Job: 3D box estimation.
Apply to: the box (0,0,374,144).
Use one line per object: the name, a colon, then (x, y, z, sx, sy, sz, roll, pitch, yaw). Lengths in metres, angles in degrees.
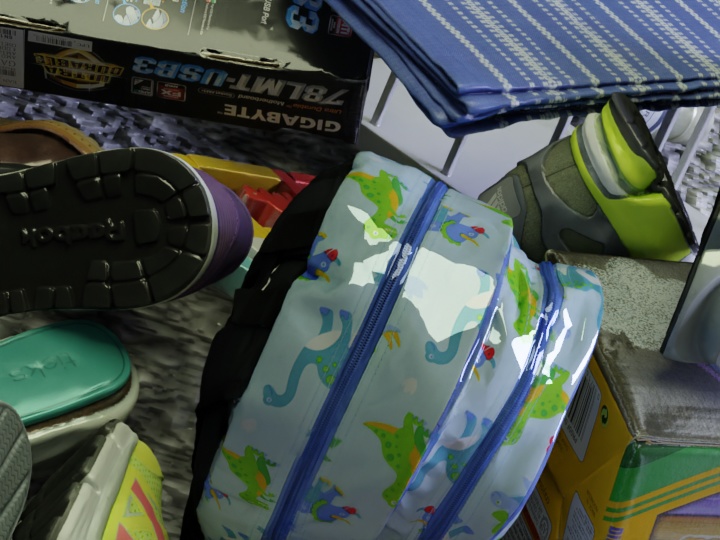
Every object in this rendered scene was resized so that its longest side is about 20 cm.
box: (-0.083, -0.158, 1.195, 0.198, 0.050, 0.200, 10, 54, -3)

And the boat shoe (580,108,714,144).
boat shoe: (0.118, -0.126, 1.425, 0.062, 0.072, 0.200, 24, 27, -36)

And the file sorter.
file sorter: (0.093, -0.092, 1.274, 0.200, 0.125, 0.139, 36, 27, 29)

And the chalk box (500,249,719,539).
chalk box: (0.162, 0.081, 1.062, 0.199, 0.124, 0.125, 5, 33, -18)

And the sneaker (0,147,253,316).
sneaker: (-0.139, -0.009, 1.056, 0.199, 0.076, 0.088, 2, -1, 15)

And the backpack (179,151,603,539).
backpack: (0.007, 0.039, 0.941, 0.153, 0.200, 0.163, 25, 71, 17)

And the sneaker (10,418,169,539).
sneaker: (-0.086, 0.127, 0.940, 0.090, 0.078, 0.200, 37, 23, -15)

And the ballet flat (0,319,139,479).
ballet flat: (-0.173, 0.068, 0.988, 0.200, 0.070, 0.069, -12, 41, -30)

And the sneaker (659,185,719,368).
sneaker: (0.176, -0.017, 1.041, 0.088, 0.074, 0.200, 19, 40, 5)

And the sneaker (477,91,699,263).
sneaker: (0.100, -0.001, 1.130, 0.081, 0.200, 0.074, -21, 56, 8)

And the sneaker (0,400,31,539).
sneaker: (-0.188, 0.101, 0.898, 0.071, 0.073, 0.200, 9, 35, 32)

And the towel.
towel: (0.081, -0.104, 1.142, 0.200, 0.024, 0.145, -5, 37, -33)

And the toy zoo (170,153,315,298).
toy zoo: (0.000, 0.000, 1.150, 0.200, 0.020, 0.131, 8, 27, -48)

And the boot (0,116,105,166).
boot: (-0.194, -0.010, 1.117, 0.200, 0.072, 0.166, 32, 47, 20)
